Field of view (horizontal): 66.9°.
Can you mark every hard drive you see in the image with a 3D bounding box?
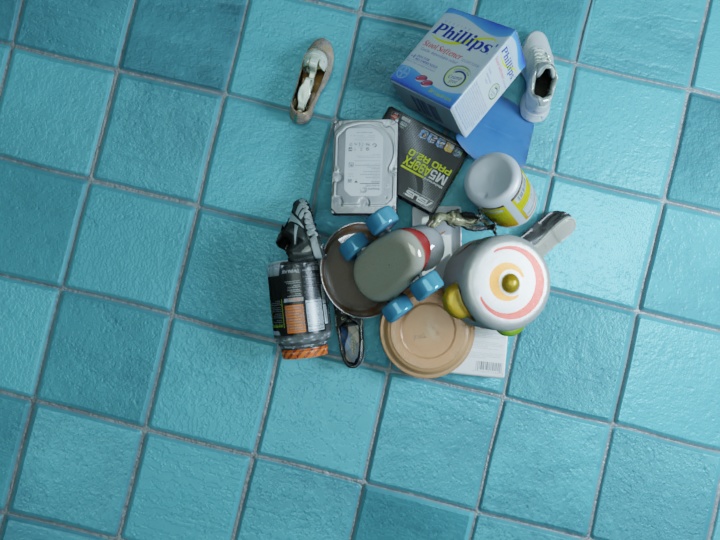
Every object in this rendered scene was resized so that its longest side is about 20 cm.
[{"bbox_3d":[0.010,-0.214,1.139,0.139,0.038,0.201,2,86,8],"label":"hard drive"}]

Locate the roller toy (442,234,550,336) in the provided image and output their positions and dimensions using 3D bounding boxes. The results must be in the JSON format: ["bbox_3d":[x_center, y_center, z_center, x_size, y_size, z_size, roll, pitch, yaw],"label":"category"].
[{"bbox_3d":[0.262,0.023,1.059,0.199,0.140,0.183,19,85,-11],"label":"roller toy"}]

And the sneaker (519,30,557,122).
[{"bbox_3d":[0.384,-0.424,1.150,0.077,0.099,0.201,-1,80,-1],"label":"sneaker"}]

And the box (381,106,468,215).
[{"bbox_3d":[0.109,-0.234,1.169,0.199,0.044,0.161,31,89,9],"label":"box"}]

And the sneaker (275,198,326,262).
[{"bbox_3d":[-0.133,-0.083,1.117,0.090,0.200,0.067,-17,130,-4],"label":"sneaker"}]

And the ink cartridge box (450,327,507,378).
[{"bbox_3d":[0.214,0.132,1.169,0.199,0.045,0.177,6,88,1],"label":"ink cartridge box"}]

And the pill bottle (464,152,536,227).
[{"bbox_3d":[0.288,-0.152,1.093,0.109,0.200,0.110,-7,75,28],"label":"pill bottle"}]

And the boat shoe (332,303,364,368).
[{"bbox_3d":[-0.022,0.111,1.166,0.068,0.057,0.201,-8,88,1],"label":"boat shoe"}]

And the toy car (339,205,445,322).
[{"bbox_3d":[0.098,-0.028,1.103,0.177,0.200,0.185,-42,78,40],"label":"toy car"}]

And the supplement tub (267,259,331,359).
[{"bbox_3d":[-0.126,0.078,1.136,0.122,0.123,0.201,-6,89,1],"label":"supplement tub"}]

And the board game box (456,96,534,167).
[{"bbox_3d":[0.283,-0.289,1.166,0.157,0.039,0.201,22,63,-4],"label":"board game box"}]

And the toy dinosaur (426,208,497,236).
[{"bbox_3d":[0.226,-0.098,1.101,0.199,0.088,0.048,4,95,-37],"label":"toy dinosaur"}]

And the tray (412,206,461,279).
[{"bbox_3d":[0.165,-0.039,1.186,0.107,0.022,0.201,0,88,0],"label":"tray"}]

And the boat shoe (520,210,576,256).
[{"bbox_3d":[0.369,-0.056,1.174,0.200,0.057,0.067,-37,124,3],"label":"boat shoe"}]

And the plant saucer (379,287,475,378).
[{"bbox_3d":[0.139,0.124,1.132,0.199,0.032,0.201,0,89,1],"label":"plant saucer"}]

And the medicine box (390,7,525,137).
[{"bbox_3d":[0.198,-0.408,1.117,0.200,0.103,0.182,-51,55,0],"label":"medicine box"}]

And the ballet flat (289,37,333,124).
[{"bbox_3d":[-0.104,-0.416,1.178,0.068,0.067,0.201,15,88,1],"label":"ballet flat"}]

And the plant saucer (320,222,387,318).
[{"bbox_3d":[0.000,0.000,1.147,0.199,0.032,0.201,3,84,-30],"label":"plant saucer"}]
